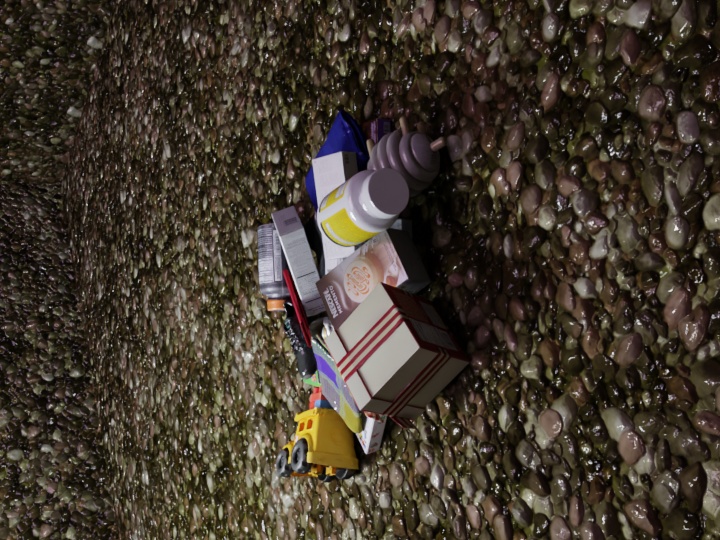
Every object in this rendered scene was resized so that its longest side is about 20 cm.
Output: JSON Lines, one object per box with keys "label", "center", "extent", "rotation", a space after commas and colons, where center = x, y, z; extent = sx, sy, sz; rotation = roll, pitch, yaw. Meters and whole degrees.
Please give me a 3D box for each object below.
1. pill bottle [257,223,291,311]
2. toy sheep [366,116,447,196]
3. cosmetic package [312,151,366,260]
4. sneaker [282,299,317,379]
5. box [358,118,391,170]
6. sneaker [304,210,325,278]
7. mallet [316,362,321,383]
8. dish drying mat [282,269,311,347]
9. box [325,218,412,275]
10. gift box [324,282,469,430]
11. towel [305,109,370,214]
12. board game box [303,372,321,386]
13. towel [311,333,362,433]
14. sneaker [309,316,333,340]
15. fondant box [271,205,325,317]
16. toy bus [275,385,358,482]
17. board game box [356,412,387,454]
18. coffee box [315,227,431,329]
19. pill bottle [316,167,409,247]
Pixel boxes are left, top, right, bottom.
{"label": "pill bottle", "center": [-0.190, -0.006, 1.909], "extent": [0.106, 0.105, 0.204], "rotation": [-10, 82, 55]}
{"label": "toy sheep", "center": [0.082, -0.202, 1.487], "extent": [0.199, 0.136, 0.140], "rotation": [-29, 66, 46]}
{"label": "cosmetic package", "center": [-0.039, -0.127, 1.586], "extent": [0.082, 0.050, 0.204], "rotation": [-7, 90, 37]}
{"label": "sneaker", "center": [-0.139, 0.153, 1.817], "extent": [0.075, 0.078, 0.202], "rotation": [-40, 43, 34]}
{"label": "box", "center": [0.012, -0.200, 1.665], "extent": [0.136, 0.039, 0.204], "rotation": [-6, 84, 57]}
{"label": "sneaker", "center": [-0.074, -0.037, 1.779], "extent": [0.099, 0.069, 0.204], "rotation": [165, 95, -71]}
{"label": "mallet", "center": [-0.050, 0.221, 1.670], "extent": [0.200, 0.040, 0.067], "rotation": [-161, 69, -71]}
{"label": "dish drying mat", "center": [-0.136, 0.079, 1.763], "extent": [0.201, 0.018, 0.078], "rotation": [-115, 9, -54]}
{"label": "box", "center": [0.015, -0.017, 1.608], "extent": [0.198, 0.041, 0.159], "rotation": [-4, 86, 39]}
{"label": "gift box", "center": [0.069, 0.164, 1.447], "extent": [0.187, 0.199, 0.186], "rotation": [-46, 46, 19]}
{"label": "towel", "center": [-0.045, -0.213, 1.680], "extent": [0.201, 0.049, 0.149], "rotation": [-56, 42, 37]}
{"label": "board game box", "center": [-0.071, 0.217, 1.796], "extent": [0.199, 0.030, 0.098], "rotation": [5, 93, 54]}
{"label": "towel", "center": [-0.046, 0.229, 1.584], "extent": [0.144, 0.023, 0.202], "rotation": [48, 158, 32]}
{"label": "sneaker", "center": [-0.034, 0.138, 1.695], "extent": [0.199, 0.080, 0.078], "rotation": [-1, 87, 55]}
{"label": "fondant box", "center": [-0.131, -0.022, 1.753], "extent": [0.145, 0.057, 0.203], "rotation": [-119, 11, -63]}
{"label": "toy bus", "center": [-0.096, 0.356, 1.754], "extent": [0.199, 0.134, 0.195], "rotation": [-32, 51, 54]}
{"label": "board game box", "center": [0.011, 0.260, 1.615], "extent": [0.202, 0.034, 0.127], "rotation": [100, 149, -45]}
{"label": "coffee box", "center": [0.021, 0.023, 1.525], "extent": [0.199, 0.079, 0.116], "rotation": [-38, 64, 30]}
{"label": "pill bottle", "center": [0.006, -0.115, 1.439], "extent": [0.199, 0.109, 0.114], "rotation": [157, 110, -63]}
